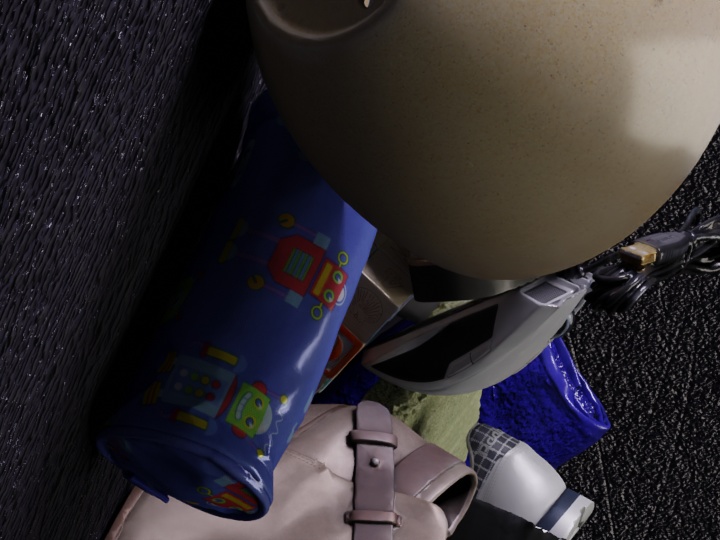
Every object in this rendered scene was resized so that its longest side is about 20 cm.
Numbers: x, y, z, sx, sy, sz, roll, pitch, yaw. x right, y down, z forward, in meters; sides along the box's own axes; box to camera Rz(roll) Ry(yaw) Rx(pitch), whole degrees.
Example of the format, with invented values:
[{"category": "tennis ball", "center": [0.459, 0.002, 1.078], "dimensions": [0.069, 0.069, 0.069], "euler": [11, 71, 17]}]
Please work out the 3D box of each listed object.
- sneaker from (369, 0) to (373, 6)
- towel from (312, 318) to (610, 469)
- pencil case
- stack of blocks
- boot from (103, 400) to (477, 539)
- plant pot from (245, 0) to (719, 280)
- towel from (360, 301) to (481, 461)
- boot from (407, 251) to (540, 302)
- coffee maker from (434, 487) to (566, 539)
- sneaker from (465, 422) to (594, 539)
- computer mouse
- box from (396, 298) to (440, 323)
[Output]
[{"category": "sneaker", "center": [0.030, -0.112, 1.423], "dimensions": [0.200, 0.073, 0.085], "euler": [-13, 121, -85]}, {"category": "towel", "center": [0.041, 0.090, 1.651], "dimensions": [0.200, 0.148, 0.050], "euler": [-39, 147, 21]}, {"category": "pencil case", "center": [-0.044, 0.011, 1.163], "dimensions": [0.087, 0.078, 0.200], "euler": [-27, -146, 55]}, {"category": "stack of blocks", "center": [0.000, 0.000, 1.414], "dimensions": [0.115, 0.059, 0.200], "euler": [-47, 179, 29]}, {"category": "boot", "center": [-0.035, 0.135, 1.271], "dimensions": [0.070, 0.146, 0.200], "euler": [90, 21, -48]}, {"category": "plant pot", "center": [0.032, -0.108, 1.056], "dimensions": [0.134, 0.200, 0.200], "euler": [21, 90, -48]}, {"category": "towel", "center": [0.023, 0.098, 1.503], "dimensions": [0.200, 0.036, 0.148], "euler": [-49, 158, -50]}, {"category": "boot", "center": [0.078, -0.075, 1.356], "dimensions": [0.200, 0.077, 0.138], "euler": [-33, 115, -64]}, {"category": "coffee maker", "center": [0.030, 0.217, 1.324], "dimensions": [0.135, 0.192, 0.200], "euler": [45, 63, -37]}, {"category": "sneaker", "center": [0.042, 0.169, 1.477], "dimensions": [0.200, 0.080, 0.076], "euler": [-52, 176, 26]}, {"category": "computer mouse", "center": [0.090, 0.026, 1.387], "dimensions": [0.200, 0.044, 0.110], "euler": [-23, -178, 34]}, {"category": "box", "center": [0.037, -0.051, 1.619], "dimensions": [0.200, 0.095, 0.078], "euler": [-55, 166, -63]}]
